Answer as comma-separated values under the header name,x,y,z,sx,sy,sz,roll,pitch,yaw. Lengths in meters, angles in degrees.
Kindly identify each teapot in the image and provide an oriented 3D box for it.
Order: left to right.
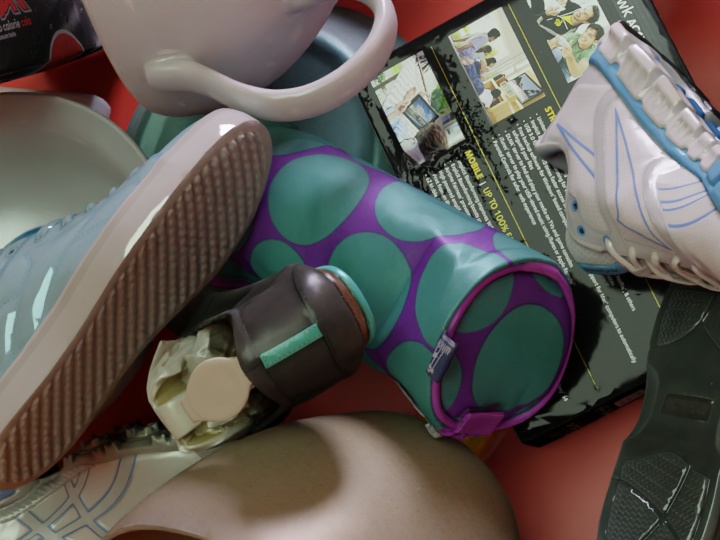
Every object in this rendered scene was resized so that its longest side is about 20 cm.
name,x,y,z,sx,sy,sz,roll,pitch,yaw
teapot,-0.062,-0.175,0.867,0.145,0.197,0.202,-17,100,5

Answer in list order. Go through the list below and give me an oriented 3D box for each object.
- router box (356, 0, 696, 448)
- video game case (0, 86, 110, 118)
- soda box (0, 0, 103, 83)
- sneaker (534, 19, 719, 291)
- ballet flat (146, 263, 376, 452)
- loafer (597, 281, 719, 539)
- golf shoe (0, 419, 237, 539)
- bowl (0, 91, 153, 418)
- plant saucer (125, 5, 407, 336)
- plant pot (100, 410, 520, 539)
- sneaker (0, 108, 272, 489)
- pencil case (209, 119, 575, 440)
name,x,y,z,sx,sy,sz,roll,pitch,yaw
router box,0.102,-0.038,0.860,0.148,0.051,0.201,-27,77,11
video game case,-0.251,-0.019,1.022,0.198,0.023,0.184,6,76,23
soda box,-0.188,-0.134,0.934,0.063,0.200,0.071,-15,99,16
sneaker,0.134,-0.018,0.763,0.087,0.075,0.201,-47,38,16
ballet flat,-0.057,0.042,0.794,0.068,0.200,0.068,-33,87,-23
loafer,0.163,0.052,0.785,0.071,0.063,0.201,17,77,41
golf shoe,-0.128,0.129,0.915,0.198,0.078,0.098,-16,87,20
bowl,-0.180,0.016,0.916,0.199,0.091,0.203,-6,62,10
plant saucer,-0.050,-0.055,0.950,0.198,0.036,0.202,-6,71,18
plant pot,-0.003,0.141,0.802,0.199,0.201,0.135,22,51,25
sneaker,-0.125,-0.004,0.803,0.082,0.074,0.200,40,90,26
pencil case,0.000,0.000,0.824,0.199,0.085,0.093,31,97,41
